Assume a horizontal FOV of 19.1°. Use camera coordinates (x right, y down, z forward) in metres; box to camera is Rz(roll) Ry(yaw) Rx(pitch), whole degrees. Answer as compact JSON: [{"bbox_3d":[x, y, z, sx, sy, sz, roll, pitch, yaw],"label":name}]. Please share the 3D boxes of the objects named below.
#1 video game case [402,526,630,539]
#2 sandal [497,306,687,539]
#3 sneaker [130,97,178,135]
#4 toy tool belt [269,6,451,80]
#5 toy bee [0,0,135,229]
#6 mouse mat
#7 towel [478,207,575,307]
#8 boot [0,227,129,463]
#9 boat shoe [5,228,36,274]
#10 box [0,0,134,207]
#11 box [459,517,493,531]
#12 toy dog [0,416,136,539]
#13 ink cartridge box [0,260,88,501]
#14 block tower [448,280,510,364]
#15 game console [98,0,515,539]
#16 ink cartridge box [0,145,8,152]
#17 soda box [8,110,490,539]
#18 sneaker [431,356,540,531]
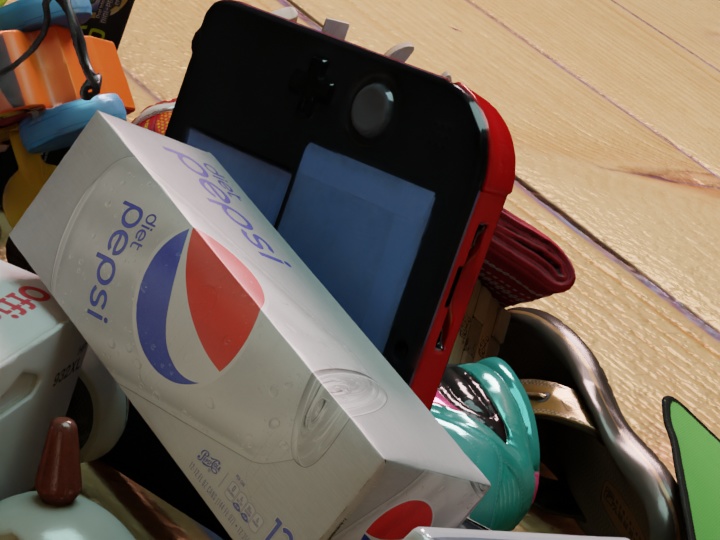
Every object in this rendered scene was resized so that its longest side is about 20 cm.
[{"bbox_3d":[0.114,0.156,0.720,0.182,0.023,0.200,44,13,25],"label":"video game case"},{"bbox_3d":[0.092,0.088,1.008,0.055,0.082,0.200,-10,40,-18],"label":"sandal"},{"bbox_3d":[-0.048,-0.001,1.019,0.200,0.073,0.077,39,39,-41],"label":"sneaker"},{"bbox_3d":[0.005,-0.081,1.222,0.200,0.123,0.125,7,27,-35],"label":"toy tool belt"},{"bbox_3d":[-0.163,-0.086,0.927,0.109,0.200,0.131,-17,68,-1],"label":"toy bee"},{"bbox_3d":[0.196,0.146,0.956,0.161,0.008,0.200,43,17,-12],"label":"mouse mat"},{"bbox_3d":[0.012,-0.023,1.054,0.145,0.022,0.200,34,-15,-13],"label":"towel"},{"bbox_3d":[-0.164,0.010,0.923,0.200,0.072,0.144,26,20,17],"label":"boot"},{"bbox_3d":[-0.117,-0.038,1.072,0.061,0.072,0.201,27,24,1],"label":"boat shoe"},{"bbox_3d":[-0.148,-0.147,1.124,0.044,0.200,0.160,17,23,-15],"label":"box"},{"bbox_3d":[0.090,0.173,0.755,0.159,0.046,0.200,31,14,-36],"label":"box"},{"bbox_3d":[-0.060,0.119,0.729,0.200,0.096,0.132,19,22,-9],"label":"toy dog"},{"bbox_3d":[-0.220,0.027,0.785,0.200,0.084,0.145,22,19,11],"label":"ink cartridge box"},{"bbox_3d":[0.000,0.000,0.975,0.058,0.054,0.200,2,-27,33],"label":"block tower"},{"bbox_3d":[-0.034,0.005,0.848,0.177,0.200,0.031,25,8,38],"label":"game console"},{"bbox_3d":[-0.276,-0.106,1.019,0.200,0.068,0.115,17,16,27],"label":"ink cartridge box"},{"bbox_3d":[-0.044,0.030,0.769,0.068,0.063,0.200,19,24,-50],"label":"soda box"},{"bbox_3d":[0.005,0.061,0.946,0.121,0.084,0.200,2,26,-48],"label":"sneaker"}]
